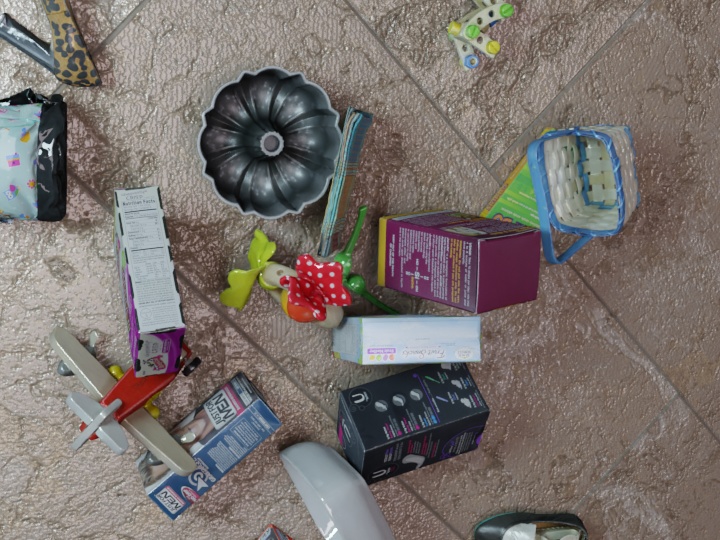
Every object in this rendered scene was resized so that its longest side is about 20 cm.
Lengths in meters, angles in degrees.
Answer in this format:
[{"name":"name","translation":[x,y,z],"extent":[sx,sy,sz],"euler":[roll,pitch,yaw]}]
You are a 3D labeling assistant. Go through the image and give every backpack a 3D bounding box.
[{"name":"backpack","translation":[-0.460,-0.137,1.209],"extent":[0.198,0.127,0.169],"euler":[1,105,-16]}]

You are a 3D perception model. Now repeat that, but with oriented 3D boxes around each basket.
[{"name":"basket","translation":[0.314,-0.120,1.437],"extent":[0.199,0.138,0.178],"euler":[-28,113,-45]}]

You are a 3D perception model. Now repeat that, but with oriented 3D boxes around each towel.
[{"name":"towel","translation":[-0.020,-0.121,1.361],"extent":[0.021,0.147,0.202],"euler":[14,99,5]}]

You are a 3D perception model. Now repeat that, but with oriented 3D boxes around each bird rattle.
[{"name":"bird rattle","translation":[-0.081,0.023,1.354],"extent":[0.163,0.198,0.114],"euler":[47,59,-50]}]

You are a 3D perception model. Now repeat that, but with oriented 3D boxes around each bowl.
[{"name":"bowl","translation":[-0.026,0.342,1.434],"extent":[0.074,0.199,0.201],"euler":[-33,113,-15]}]

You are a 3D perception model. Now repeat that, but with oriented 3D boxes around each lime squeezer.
[{"name":"lime squeezer","translation":[0.000,0.000,1.445],"extent":[0.070,0.038,0.201],"euler":[-31,125,-17]}]

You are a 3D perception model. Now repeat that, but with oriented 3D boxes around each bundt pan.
[{"name":"bundt pan","translation":[-0.128,-0.174,1.342],"extent":[0.200,0.076,0.204],"euler":[-5,104,-19]}]

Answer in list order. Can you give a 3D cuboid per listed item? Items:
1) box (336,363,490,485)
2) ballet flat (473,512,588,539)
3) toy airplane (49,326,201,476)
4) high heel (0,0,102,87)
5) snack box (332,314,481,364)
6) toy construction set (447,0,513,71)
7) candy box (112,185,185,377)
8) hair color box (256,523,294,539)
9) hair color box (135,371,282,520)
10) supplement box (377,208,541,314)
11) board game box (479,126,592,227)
[{"name":"box","translation":[0.074,0.221,1.464],"extent":[0.198,0.107,0.123],"euler":[-15,145,-16]},{"name":"ballet flat","translation":[0.287,0.433,1.632],"extent":[0.198,0.068,0.069],"euler":[-2,104,-18]},{"name":"toy airplane","translation":[-0.313,0.175,1.314],"extent":[0.197,0.141,0.202],"euler":[9,56,-32]},{"name":"high heel","translation":[-0.343,-0.332,1.226],"extent":[0.142,0.072,0.201],"euler":[33,108,-16]},{"name":"snack box","translation":[0.059,0.095,1.392],"extent":[0.167,0.200,0.069],"euler":[0,86,-12]},{"name":"toy construction set","translation":[0.136,-0.389,1.384],"extent":[0.131,0.092,0.200],"euler":[-49,123,-3]},{"name":"candy box","translation":[-0.270,0.014,1.254],"extent":[0.060,0.137,0.202],"euler":[-6,63,-18]},{"name":"hair color box","translation":[-0.094,0.491,1.516],"extent":[0.200,0.064,0.111],"euler":[42,88,-24]},{"name":"hair color box","translation":[-0.215,0.243,1.394],"extent":[0.200,0.100,0.061],"euler":[-41,117,-6]},{"name":"supplement box","translation":[0.135,-0.018,1.388],"extent":[0.130,0.199,0.104],"euler":[-9,106,-39]},{"name":"board game box","translation":[0.261,-0.110,1.520],"extent":[0.095,0.030,0.201],"euler":[38,85,-22]}]
